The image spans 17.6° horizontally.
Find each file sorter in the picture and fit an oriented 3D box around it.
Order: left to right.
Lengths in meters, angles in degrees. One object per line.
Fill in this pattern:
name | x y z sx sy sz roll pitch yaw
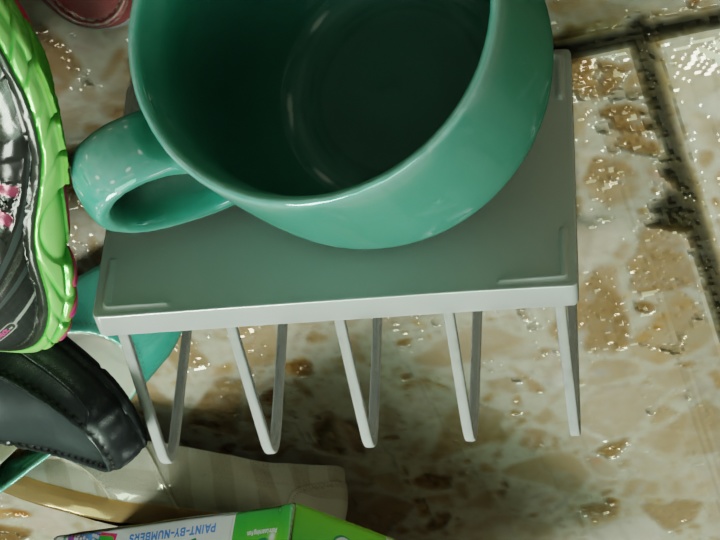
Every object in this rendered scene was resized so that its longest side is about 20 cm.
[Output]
file sorter | 0.000 0.000 1.032 0.199 0.139 0.125 -4 138 8

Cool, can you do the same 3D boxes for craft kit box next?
craft kit box | -0.028 0.175 1.212 0.200 0.049 0.197 25 152 -37

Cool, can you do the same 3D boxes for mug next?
mug | -0.015 -0.085 0.935 0.185 0.152 0.114 1 169 22

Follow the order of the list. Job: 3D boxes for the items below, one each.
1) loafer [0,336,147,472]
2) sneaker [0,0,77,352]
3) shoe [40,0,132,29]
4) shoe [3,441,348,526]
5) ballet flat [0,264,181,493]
loafer | -0.178 0.053 1.043 0.200 0.070 0.068 20 146 36
sneaker | -0.162 -0.044 0.925 0.084 0.077 0.200 -14 125 -16
shoe | -0.132 -0.153 0.911 0.071 0.091 0.200 -7 135 11
shoe | -0.103 0.111 1.222 0.199 0.054 0.070 12 171 -4
ballet flat | -0.160 0.068 1.139 0.200 0.070 0.067 -36 116 22
